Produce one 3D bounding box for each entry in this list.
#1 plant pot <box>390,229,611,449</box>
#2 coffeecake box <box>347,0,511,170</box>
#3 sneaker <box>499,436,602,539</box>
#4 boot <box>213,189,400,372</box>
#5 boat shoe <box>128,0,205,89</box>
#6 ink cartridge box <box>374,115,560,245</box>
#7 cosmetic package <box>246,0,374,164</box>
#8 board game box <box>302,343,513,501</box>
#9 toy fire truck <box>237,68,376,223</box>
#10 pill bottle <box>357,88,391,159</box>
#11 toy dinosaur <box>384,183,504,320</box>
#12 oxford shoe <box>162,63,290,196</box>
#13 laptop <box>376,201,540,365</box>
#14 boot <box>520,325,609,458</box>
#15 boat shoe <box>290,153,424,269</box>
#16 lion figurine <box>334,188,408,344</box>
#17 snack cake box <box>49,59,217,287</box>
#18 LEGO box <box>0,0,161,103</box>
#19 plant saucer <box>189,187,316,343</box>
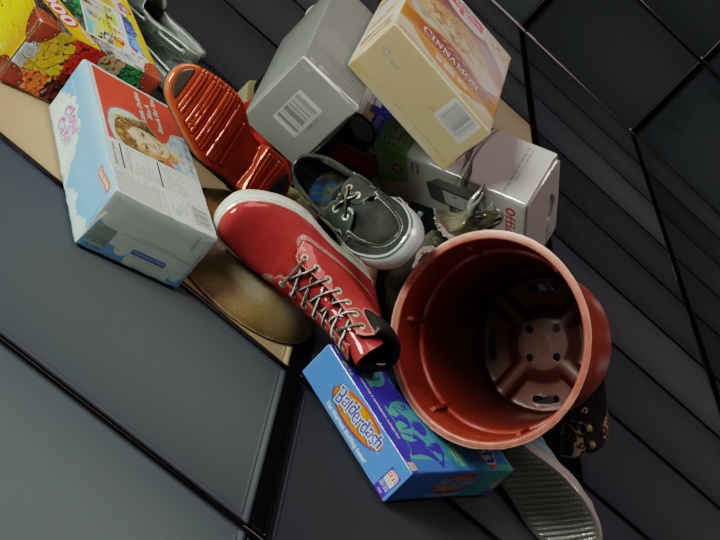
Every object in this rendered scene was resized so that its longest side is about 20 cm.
[{"bbox_3d":[0.155,0.070,1.342,0.202,0.201,0.195,52,16,18],"label":"plant pot"},{"bbox_3d":[0.080,-0.227,1.469,0.154,0.073,0.201,46,30,-16],"label":"coffeecake box"},{"bbox_3d":[0.186,0.208,1.417,0.201,0.074,0.082,50,27,11],"label":"sneaker"},{"bbox_3d":[-0.044,0.014,1.239,0.199,0.072,0.145,34,18,-35],"label":"boot"},{"bbox_3d":[-0.244,-0.291,1.533,0.200,0.071,0.072,48,22,8],"label":"boat shoe"},{"bbox_3d":[0.123,-0.098,1.571,0.198,0.084,0.146,25,-28,21],"label":"ink cartridge box"},{"bbox_3d":[-0.045,-0.214,1.454,0.090,0.107,0.201,41,34,-13],"label":"cosmetic package"},{"bbox_3d":[0.050,0.147,1.316,0.199,0.045,0.153,11,39,-57],"label":"board game box"},{"bbox_3d":[-0.062,-0.108,1.506,0.175,0.128,0.202,26,48,-29],"label":"toy fire truck"},{"bbox_3d":[0.022,-0.207,1.805,0.199,0.120,0.120,19,33,-47],"label":"pill bottle"},{"bbox_3d":[0.065,0.003,1.412,0.077,0.199,0.103,24,-32,58],"label":"toy dinosaur"},{"bbox_3d":[-0.144,-0.130,1.311,0.072,0.072,0.200,24,-20,38],"label":"oxford shoe"},{"bbox_3d":[0.109,0.049,1.520,0.201,0.102,0.178,54,49,-31],"label":"laptop"},{"bbox_3d":[0.234,0.143,1.542,0.200,0.072,0.153,-41,128,-57],"label":"boot"},{"bbox_3d":[-0.010,-0.060,1.314,0.056,0.069,0.200,38,-1,-36],"label":"boat shoe"},{"bbox_3d":[0.000,0.000,1.433,0.123,0.071,0.203,53,43,-65],"label":"lion figurine"},{"bbox_3d":[-0.211,-0.091,1.238,0.114,0.067,0.201,26,28,-37],"label":"snack cake box"},{"bbox_3d":[-0.300,-0.251,1.350,0.148,0.077,0.201,22,31,-45],"label":"LEGO box"},{"bbox_3d":[-0.108,-0.016,1.336,0.199,0.035,0.201,38,23,-19],"label":"plant saucer"}]
